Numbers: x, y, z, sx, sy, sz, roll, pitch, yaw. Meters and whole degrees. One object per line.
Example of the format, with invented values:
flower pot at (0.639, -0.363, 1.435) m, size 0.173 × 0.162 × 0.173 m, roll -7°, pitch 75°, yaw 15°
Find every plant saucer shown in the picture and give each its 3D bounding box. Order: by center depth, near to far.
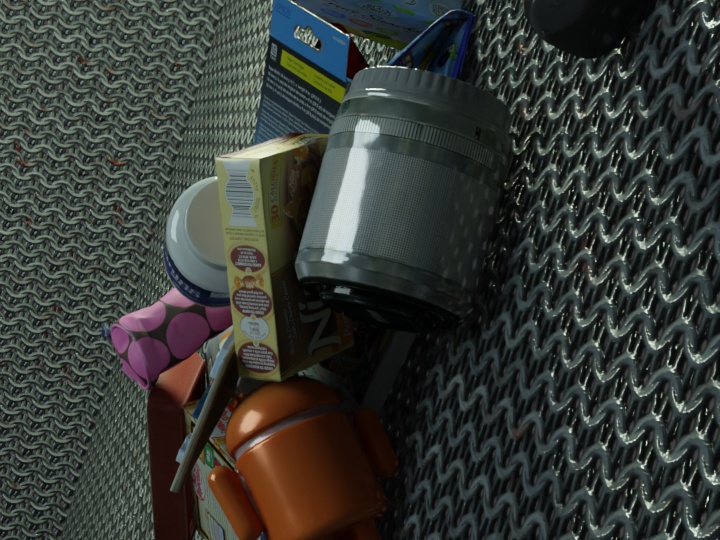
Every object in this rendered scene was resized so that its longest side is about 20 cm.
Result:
plant saucer at (-0.196, 0.198, 1.749) m, size 0.200 × 0.036 × 0.201 m, roll -82°, pitch -9°, yaw -73°

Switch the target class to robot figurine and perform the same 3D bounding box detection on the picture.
robot figurine at (-0.048, 0.181, 1.433) m, size 0.143 × 0.117 × 0.201 m, roll -31°, pitch 74°, yaw 16°

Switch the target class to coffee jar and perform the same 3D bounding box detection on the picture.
coffee jar at (0.169, -0.252, 1.262) m, size 0.200 × 0.085 × 0.105 m, roll -94°, pitch 29°, yaw -56°

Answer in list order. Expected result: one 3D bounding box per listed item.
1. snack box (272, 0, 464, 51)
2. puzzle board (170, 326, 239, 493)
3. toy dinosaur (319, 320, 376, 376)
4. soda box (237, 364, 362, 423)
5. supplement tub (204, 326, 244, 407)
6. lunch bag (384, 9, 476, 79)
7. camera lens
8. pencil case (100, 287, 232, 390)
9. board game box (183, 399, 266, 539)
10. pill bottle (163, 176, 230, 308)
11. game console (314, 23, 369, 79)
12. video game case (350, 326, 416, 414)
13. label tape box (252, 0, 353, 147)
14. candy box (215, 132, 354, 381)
snack box at (0.008, -0.306, 1.750) m, size 0.200 × 0.168 × 0.068 m, roll 176°, pitch 110°, yaw -75°
puzzle board at (-0.130, 0.101, 1.515) m, size 0.200 × 0.017 × 0.151 m, roll -66°, pitch -2°, yaw -64°
toy dinosaur at (0.000, 0.000, 1.558) m, size 0.200 × 0.102 × 0.136 m, roll -55°, pitch 28°, yaw -11°
soda box at (-0.070, 0.117, 1.599) m, size 0.200 × 0.063 × 0.069 m, roll 49°, pitch 128°, yaw 54°
supplement tub at (-0.110, 0.135, 1.780) m, size 0.200 × 0.122 × 0.123 m, roll -113°, pitch 42°, yaw -67°
lunch bag at (0.042, -0.178, 1.640) m, size 0.201 × 0.094 × 0.151 m, roll -60°, pitch 6°, yaw -30°
camera lens at (0.038, -0.056, 1.375) m, size 0.160 × 0.159 × 0.201 m, roll 162°, pitch 124°, yaw -72°
pencil case at (-0.168, 0.044, 1.682) m, size 0.091 × 0.199 × 0.094 m, roll 49°, pitch 154°, yaw 22°
board game box at (-0.117, 0.237, 1.608) m, size 0.200 × 0.046 × 0.152 m, roll 38°, pitch 135°, yaw 53°
pill bottle at (-0.134, -0.029, 1.542) m, size 0.200 × 0.110 × 0.112 m, roll 136°, pitch 149°, yaw -78°
game console at (-0.070, -0.145, 1.736) m, size 0.118 × 0.173 × 0.201 m, roll 7°, pitch 61°, yaw 33°
video game case at (0.034, 0.021, 1.577) m, size 0.182 × 0.024 × 0.201 m, roll -102°, pitch 33°, yaw -61°
label tape box at (-0.037, -0.146, 1.507) m, size 0.144 × 0.063 × 0.201 m, roll 38°, pitch 125°, yaw 48°
candy box at (-0.066, -0.014, 1.424) m, size 0.055 × 0.115 × 0.201 m, roll 6°, pitch 107°, yaw 35°
